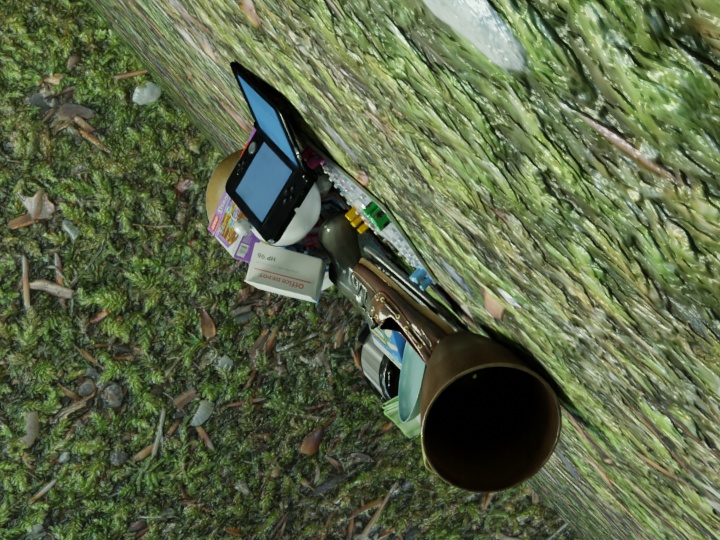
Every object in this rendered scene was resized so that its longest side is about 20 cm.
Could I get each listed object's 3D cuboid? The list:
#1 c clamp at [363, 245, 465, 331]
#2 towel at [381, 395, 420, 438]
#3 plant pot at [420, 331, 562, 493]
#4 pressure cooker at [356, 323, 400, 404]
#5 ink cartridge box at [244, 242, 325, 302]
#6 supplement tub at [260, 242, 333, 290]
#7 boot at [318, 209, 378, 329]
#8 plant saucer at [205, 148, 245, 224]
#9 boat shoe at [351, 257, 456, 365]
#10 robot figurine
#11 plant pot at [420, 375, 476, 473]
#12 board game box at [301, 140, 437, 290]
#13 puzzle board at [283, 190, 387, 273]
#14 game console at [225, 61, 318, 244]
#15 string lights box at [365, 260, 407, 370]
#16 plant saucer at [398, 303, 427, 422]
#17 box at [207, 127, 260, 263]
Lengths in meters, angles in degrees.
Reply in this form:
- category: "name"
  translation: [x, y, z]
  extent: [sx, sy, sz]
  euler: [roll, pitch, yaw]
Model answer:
- category: "c clamp"
  translation: [0.082, 0.034, 1.586]
  extent: [0.199, 0.027, 0.171]
  euler: [42, 180, 8]
- category: "towel"
  translation: [0.156, 0.261, 2.012]
  extent: [0.149, 0.198, 0.031]
  euler: [51, -165, -47]
- category: "plant pot"
  translation: [0.159, 0.167, 1.403]
  extent: [0.187, 0.186, 0.200]
  euler: [47, -170, -20]
- category: "pressure cooker"
  translation: [0.093, 0.184, 2.114]
  extent: [0.200, 0.176, 0.179]
  euler: [-142, 38, -66]
- category: "ink cartridge box"
  translation: [-0.120, 0.005, 1.673]
  extent: [0.114, 0.069, 0.200]
  euler: [13, 176, 1]
- category: "supplement tub"
  translation: [-0.109, -0.075, 1.866]
  extent: [0.200, 0.145, 0.145]
  euler: [48, 175, -24]
- category: "boot"
  translation: [0.000, 0.000, 1.646]
  extent: [0.131, 0.067, 0.201]
  euler: [48, 162, 31]
- category: "plant saucer"
  translation: [-0.191, -0.129, 1.918]
  extent: [0.201, 0.201, 0.035]
  euler: [48, 159, -24]
- category: "boat shoe"
  translation: [0.052, 0.060, 1.538]
  extent: [0.199, 0.071, 0.070]
  euler: [40, 177, 29]
- category: "robot figurine"
  translation: [-0.121, -0.098, 1.591]
  extent: [0.114, 0.168, 0.200]
  euler: [59, 170, -1]
- category: "plant pot"
  translation: [0.180, 0.225, 1.691]
  extent: [0.200, 0.198, 0.144]
  euler: [52, -163, -55]
- category: "board game box"
  translation: [0.010, -0.075, 1.466]
  extent: [0.200, 0.026, 0.200]
  euler: [44, 175, 40]
- category: "puzzle board"
  translation: [-0.071, -0.053, 1.734]
  extent: [0.198, 0.018, 0.151]
  euler: [-15, 127, 40]
- category: "game console"
  translation: [-0.152, -0.167, 1.446]
  extent: [0.115, 0.177, 0.200]
  euler: [25, -166, -36]
- category: "string lights box"
  translation: [0.052, 0.076, 1.815]
  extent: [0.103, 0.059, 0.202]
  euler: [42, 159, 42]
- category: "plant saucer"
  translation: [0.099, 0.153, 1.696]
  extent: [0.027, 0.204, 0.200]
  euler: [10, 180, -7]
- category: "box"
  translation: [-0.184, -0.131, 1.748]
  extent: [0.039, 0.202, 0.137]
  euler: [20, -168, -34]
